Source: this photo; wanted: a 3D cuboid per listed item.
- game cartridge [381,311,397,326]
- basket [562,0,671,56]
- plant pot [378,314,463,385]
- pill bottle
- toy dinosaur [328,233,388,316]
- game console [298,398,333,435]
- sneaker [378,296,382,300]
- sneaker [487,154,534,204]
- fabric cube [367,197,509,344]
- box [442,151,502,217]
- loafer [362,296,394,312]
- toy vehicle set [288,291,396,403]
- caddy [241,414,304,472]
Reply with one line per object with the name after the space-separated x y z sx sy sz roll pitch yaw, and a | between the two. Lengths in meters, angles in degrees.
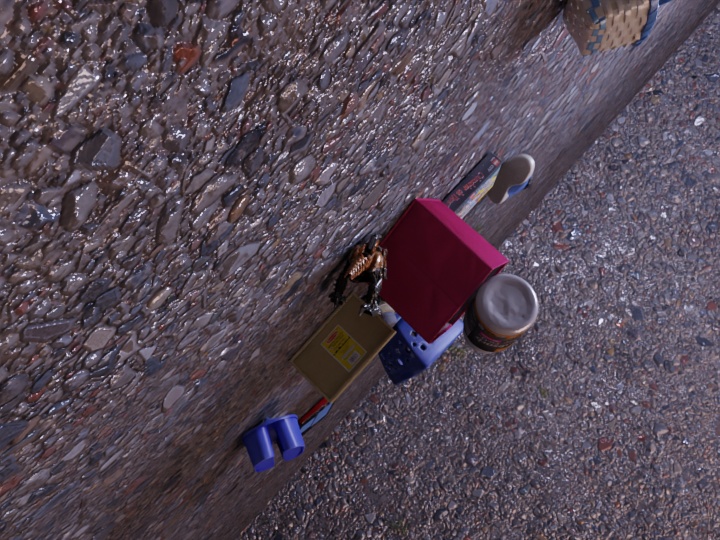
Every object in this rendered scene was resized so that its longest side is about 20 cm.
-0.013 0.156 1.432 0.132 0.041 0.200 1 147 -46 | game cartridge
0.429 -0.439 0.985 0.198 0.141 0.176 -18 170 7 | basket
0.143 0.177 1.777 0.200 0.180 0.200 -38 175 -33 | plant pot
0.262 0.092 1.216 0.116 0.116 0.200 -43 166 -16 | pill bottle
0.000 0.000 1.093 0.199 0.101 0.137 5 105 -57 | toy dinosaur
-0.159 0.496 2.114 0.177 0.031 0.201 -39 164 -36 | game console
0.115 -0.013 1.446 0.200 0.076 0.091 -41 175 14 | sneaker
0.422 -0.259 1.669 0.111 0.077 0.200 -34 167 -26 | sneaker
0.149 -0.005 1.267 0.201 0.199 0.196 -52 167 19 | fabric cube
0.235 -0.164 1.437 0.200 0.038 0.137 -46 167 -9 | box
0.043 0.092 1.490 0.199 0.067 0.076 -32 160 -44 | loafer
-0.037 0.158 1.304 0.200 0.124 0.027 -47 167 -2 | toy vehicle set
-0.212 0.408 1.526 0.140 0.106 0.200 -19 159 -16 | caddy
